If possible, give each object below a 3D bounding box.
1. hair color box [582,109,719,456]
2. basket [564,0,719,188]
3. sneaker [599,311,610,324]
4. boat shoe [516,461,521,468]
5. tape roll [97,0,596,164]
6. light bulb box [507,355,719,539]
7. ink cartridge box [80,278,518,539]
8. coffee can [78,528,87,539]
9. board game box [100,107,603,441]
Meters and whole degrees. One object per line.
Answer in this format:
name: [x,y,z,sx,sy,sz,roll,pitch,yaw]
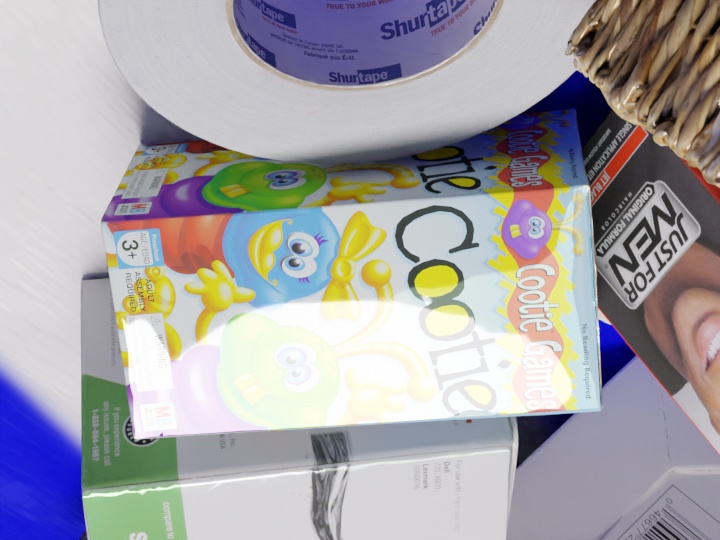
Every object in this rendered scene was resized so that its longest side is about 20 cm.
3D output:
hair color box: [0.175,0.015,0.842,0.061,0.200,0.102,-27,160,-38]
basket: [0.198,-0.110,0.657,0.148,0.143,0.201,19,107,-33]
sneaker: [0.197,-0.021,0.916,0.199,0.112,0.076,7,-171,41]
boat shoe: [0.075,0.145,1.127,0.064,0.072,0.201,-10,140,6]
tape roll: [-0.001,-0.127,0.717,0.199,0.067,0.201,-6,146,-4]
light bulb box: [0.138,0.182,1.067,0.198,0.125,0.201,-40,154,-23]
ink cartridge box: [-0.033,0.070,0.915,0.198,0.147,0.085,-5,131,-4]
coffee can: [-0.066,0.191,1.023,0.145,0.147,0.200,10,172,-25]
board game box: [0.000,0.000,0.819,0.198,0.105,0.104,-4,112,4]
